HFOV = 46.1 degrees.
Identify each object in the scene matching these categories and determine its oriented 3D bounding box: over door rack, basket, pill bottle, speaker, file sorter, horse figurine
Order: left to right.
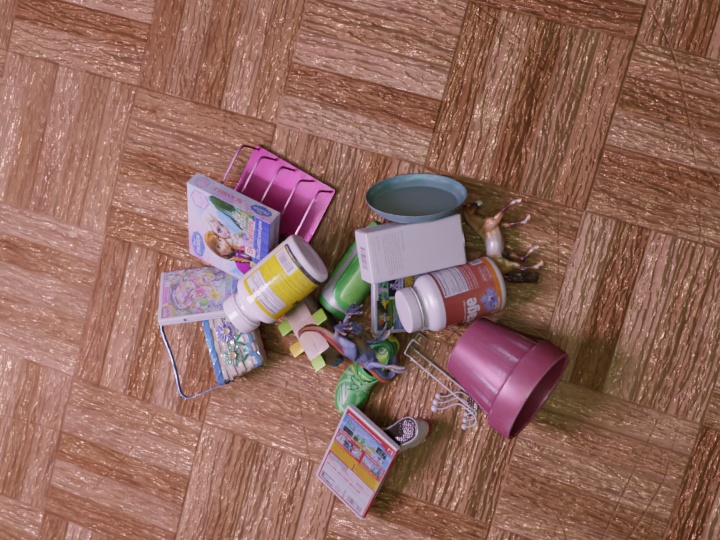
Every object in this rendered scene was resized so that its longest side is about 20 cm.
[{"bbox_3d":[-0.309,0.158,1.783,0.198,0.139,0.178,-19,90,5],"label":"basket"},{"bbox_3d":[-0.170,0.031,1.652,0.199,0.111,0.112,-38,86,11],"label":"pill bottle"},{"bbox_3d":[-0.178,-0.152,1.735,0.199,0.125,0.140,30,100,9],"label":"file sorter"},{"bbox_3d":[0.000,0.000,1.729,0.088,0.088,0.201,37,101,7],"label":"speaker"},{"bbox_3d":[0.153,0.224,1.682,0.066,0.148,0.201,-40,86,7],"label":"over door rack"},{"bbox_3d":[0.174,0.052,1.644,0.198,0.112,0.114,-17,91,-13],"label":"pill bottle"},{"bbox_3d":[0.286,-0.055,1.675,0.131,0.050,0.202,-18,96,26],"label":"horse figurine"}]

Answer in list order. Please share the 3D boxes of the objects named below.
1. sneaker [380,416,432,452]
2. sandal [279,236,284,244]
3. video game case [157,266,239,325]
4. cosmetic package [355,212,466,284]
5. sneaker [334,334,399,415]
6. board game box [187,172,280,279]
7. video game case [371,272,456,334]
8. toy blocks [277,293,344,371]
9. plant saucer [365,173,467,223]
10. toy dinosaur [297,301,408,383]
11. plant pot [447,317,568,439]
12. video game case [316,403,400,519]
[{"bbox_3d":[0.067,0.357,1.755,0.199,0.084,0.074,-27,67,35],"label":"sneaker"},{"bbox_3d":[-0.251,-0.076,1.793,0.199,0.054,0.081,32,98,10],"label":"sandal"},{"bbox_3d":[-0.319,0.046,1.763,0.197,0.144,0.018,-7,134,-3],"label":"video game case"},{"bbox_3d":[0.097,-0.046,1.629,0.198,0.074,0.103,-11,102,-16],"label":"cosmetic package"},{"bbox_3d":[0.004,0.214,1.746,0.074,0.084,0.201,34,101,7],"label":"sneaker"},{"bbox_3d":[-0.259,-0.074,1.712,0.198,0.041,0.201,26,137,16],"label":"board game box"},{"bbox_3d":[0.108,0.021,1.691,0.180,0.022,0.203,-4,99,-16],"label":"video game case"},{"bbox_3d":[-0.090,0.116,1.737,0.100,0.137,0.201,-36,68,12],"label":"toy blocks"},{"bbox_3d":[0.108,-0.138,1.647,0.198,0.201,0.028,3,119,12],"label":"plant saucer"},{"bbox_3d":[0.004,0.153,1.656,0.198,0.106,0.183,-3,130,21],"label":"toy dinosaur"},{"bbox_3d":[0.274,0.194,1.639,0.178,0.200,0.201,36,101,23],"label":"plant pot"},{"bbox_3d":[-0.008,0.396,1.747,0.143,0.017,0.202,38,120,27],"label":"video game case"}]
